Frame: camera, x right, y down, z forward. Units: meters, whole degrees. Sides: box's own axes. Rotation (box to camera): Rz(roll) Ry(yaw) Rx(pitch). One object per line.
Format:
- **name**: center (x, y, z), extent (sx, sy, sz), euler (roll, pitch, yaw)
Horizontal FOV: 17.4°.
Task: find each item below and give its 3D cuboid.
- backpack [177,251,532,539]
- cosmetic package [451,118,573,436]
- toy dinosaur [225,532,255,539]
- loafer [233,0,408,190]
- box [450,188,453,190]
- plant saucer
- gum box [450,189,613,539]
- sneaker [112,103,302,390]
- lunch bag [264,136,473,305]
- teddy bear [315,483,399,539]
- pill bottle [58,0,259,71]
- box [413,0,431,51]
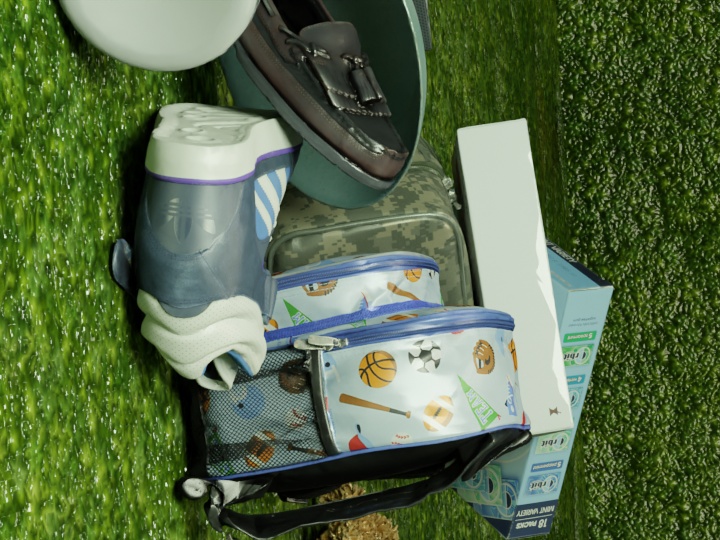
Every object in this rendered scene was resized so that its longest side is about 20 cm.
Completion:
- **backpack**: center (0.003, 0.068, 1.378), extent (0.200, 0.189, 0.155), euler (-5, 91, -78)
- **cosmetic package**: center (0.099, 0.011, 1.554), extent (0.151, 0.051, 0.201), euler (102, -20, -84)
- **toy dinosaur**: center (-0.061, 0.245, 1.288), extent (0.200, 0.104, 0.182), euler (91, 21, -68)
- **loafer**: center (-0.034, -0.132, 1.320), extent (0.200, 0.063, 0.072), euler (50, 20, 25)
- **box**: center (0.037, 0.033, 1.871), extent (0.200, 0.021, 0.164), euler (-60, 165, -72)
- **plant saucer**: center (-0.016, -0.137, 1.385), extent (0.039, 0.200, 0.202), euler (-22, 114, -35)
- **gum box**: center (0.096, 0.066, 1.711), extent (0.170, 0.044, 0.201), euler (40, -54, 47)
- **sneaker**: center (-0.081, -0.012, 1.298), extent (0.200, 0.080, 0.147), euler (-59, 152, -77)
- **lunch bag**: center (0.000, 0.000, 1.555), extent (0.168, 0.138, 0.201), euler (-108, -173, -57)
- **teddy bear**: center (-0.008, 0.218, 1.635), extent (0.200, 0.066, 0.146), euler (-73, 167, -77)
- **pill bottle**: center (-0.088, -0.192, 1.217), extent (0.200, 0.106, 0.107), euler (-77, 160, -58)
- **box**: center (0.019, -0.284, 1.863), extent (0.200, 0.051, 0.158), euler (-94, 175, -57)
